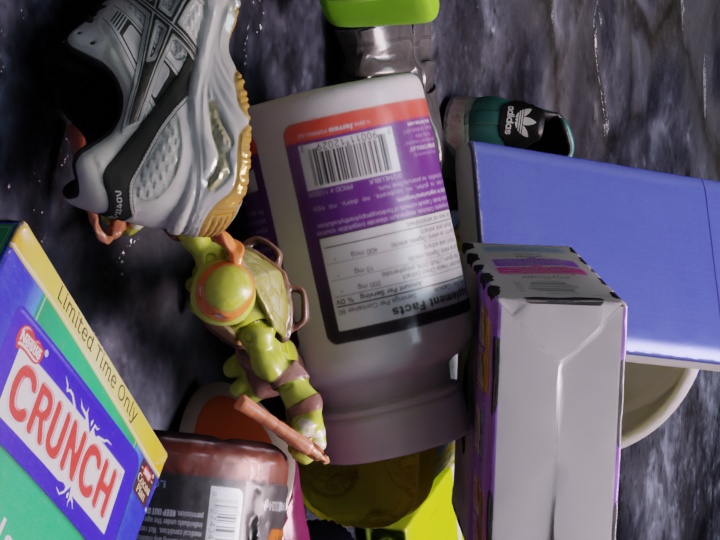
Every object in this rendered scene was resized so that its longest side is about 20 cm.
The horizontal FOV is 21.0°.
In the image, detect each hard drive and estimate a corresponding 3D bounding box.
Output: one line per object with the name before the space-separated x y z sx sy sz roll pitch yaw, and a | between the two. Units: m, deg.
hard drive | 0.158 -0.007 1.264 0.200 0.025 0.132 7 68 -26

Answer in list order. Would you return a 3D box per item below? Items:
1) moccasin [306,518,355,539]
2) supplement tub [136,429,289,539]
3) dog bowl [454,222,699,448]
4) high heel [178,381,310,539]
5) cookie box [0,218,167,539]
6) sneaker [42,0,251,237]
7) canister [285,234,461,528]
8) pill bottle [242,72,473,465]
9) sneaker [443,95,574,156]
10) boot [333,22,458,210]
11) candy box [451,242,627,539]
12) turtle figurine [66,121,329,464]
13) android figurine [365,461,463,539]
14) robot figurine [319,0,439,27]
moccasin | -0.025 0.211 1.160 0.068 0.080 0.200 -70 168 -46
supplement tub | -0.095 0.177 0.918 0.107 0.107 0.200 21 74 -67
dog bowl | 0.152 0.028 1.387 0.079 0.200 0.200 -33 123 -67
high heel | -0.053 0.158 1.024 0.096 0.067 0.200 85 -9 -56
cookie box | -0.165 0.107 0.769 0.171 0.075 0.200 66 34 -48
sneaker | -0.103 -0.110 0.899 0.076 0.088 0.200 119 -31 -51
canister | 0.028 0.063 1.238 0.200 0.086 0.149 -30 119 -66
pill bottle | 0.000 0.000 1.068 0.111 0.111 0.200 -18 96 -67
sneaker | 0.128 -0.079 1.471 0.200 0.080 0.072 33 62 -66
boot | 0.040 -0.105 1.275 0.200 0.070 0.132 -2 90 -73
candy box | 0.096 0.080 1.096 0.200 0.071 0.168 -104 -165 -80
turtle figurine | -0.066 0.009 0.956 0.064 0.200 0.161 -39 174 -4
android figurine | 0.043 0.199 1.354 0.200 0.041 0.182 -49 137 -56
robot figurine | -0.004 -0.230 1.071 0.200 0.115 0.176 71 29 -43
